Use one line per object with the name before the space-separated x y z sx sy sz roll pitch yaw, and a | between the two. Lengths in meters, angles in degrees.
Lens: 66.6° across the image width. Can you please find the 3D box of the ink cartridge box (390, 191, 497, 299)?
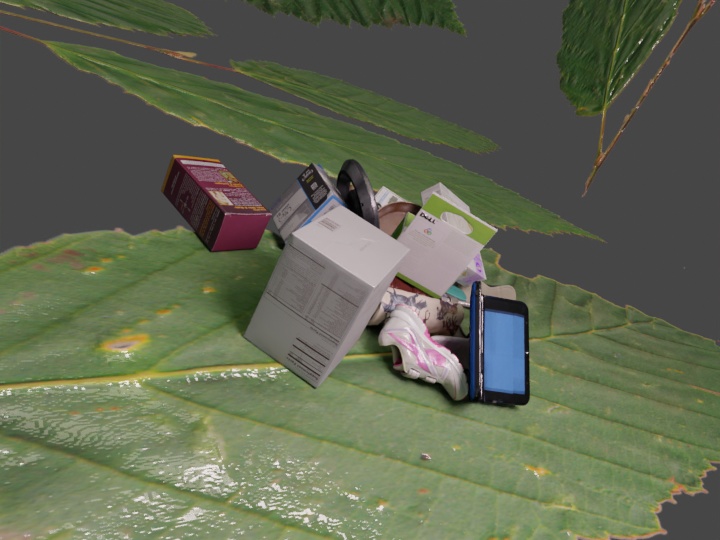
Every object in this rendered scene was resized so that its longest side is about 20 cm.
ink cartridge box | 0.149 -0.060 1.061 0.147 0.200 0.076 29 37 -9

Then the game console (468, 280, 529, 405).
game console | 0.254 0.134 0.982 0.118 0.201 0.171 1 -16 9

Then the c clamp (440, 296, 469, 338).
c clamp | 0.245 0.097 1.179 0.199 0.027 0.172 17 56 -31

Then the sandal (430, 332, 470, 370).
sandal | 0.207 0.147 1.068 0.206 0.079 0.059 16 30 -21

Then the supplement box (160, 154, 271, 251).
supplement box | -0.280 -0.131 1.056 0.110 0.086 0.200 -6 43 -50

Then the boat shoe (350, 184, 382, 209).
boat shoe | 0.024 -0.124 1.298 0.200 0.068 0.075 42 38 -34

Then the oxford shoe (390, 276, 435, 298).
oxford shoe | 0.056 0.040 1.111 0.199 0.075 0.071 22 38 -17

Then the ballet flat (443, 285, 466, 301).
ballet flat | 0.142 0.036 1.199 0.200 0.072 0.072 32 24 -21

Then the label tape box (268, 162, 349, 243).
label tape box | -0.123 -0.148 1.169 0.063 0.144 0.200 35 16 -43

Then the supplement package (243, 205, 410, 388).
supplement package | -0.050 0.034 0.873 0.147 0.200 0.191 33 26 8

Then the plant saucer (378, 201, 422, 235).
plant saucer | 0.101 -0.058 1.255 0.199 0.034 0.201 4 76 -19

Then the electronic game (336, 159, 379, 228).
electronic game | -0.004 -0.127 1.123 0.041 0.201 0.200 -14 42 -16

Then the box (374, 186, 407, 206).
box | 0.114 -0.109 1.369 0.200 0.117 0.060 34 65 7

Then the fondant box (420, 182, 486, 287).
fondant box | 0.209 -0.078 1.237 0.144 0.058 0.201 27 49 -47

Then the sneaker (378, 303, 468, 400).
sneaker | 0.104 0.158 0.960 0.200 0.088 0.081 47 -14 0

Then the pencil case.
pencil case | 0.097 0.082 1.061 0.199 0.089 0.078 12 63 -23

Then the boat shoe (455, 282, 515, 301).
boat shoe | 0.294 0.063 1.349 0.199 0.073 0.063 3 -7 -33
